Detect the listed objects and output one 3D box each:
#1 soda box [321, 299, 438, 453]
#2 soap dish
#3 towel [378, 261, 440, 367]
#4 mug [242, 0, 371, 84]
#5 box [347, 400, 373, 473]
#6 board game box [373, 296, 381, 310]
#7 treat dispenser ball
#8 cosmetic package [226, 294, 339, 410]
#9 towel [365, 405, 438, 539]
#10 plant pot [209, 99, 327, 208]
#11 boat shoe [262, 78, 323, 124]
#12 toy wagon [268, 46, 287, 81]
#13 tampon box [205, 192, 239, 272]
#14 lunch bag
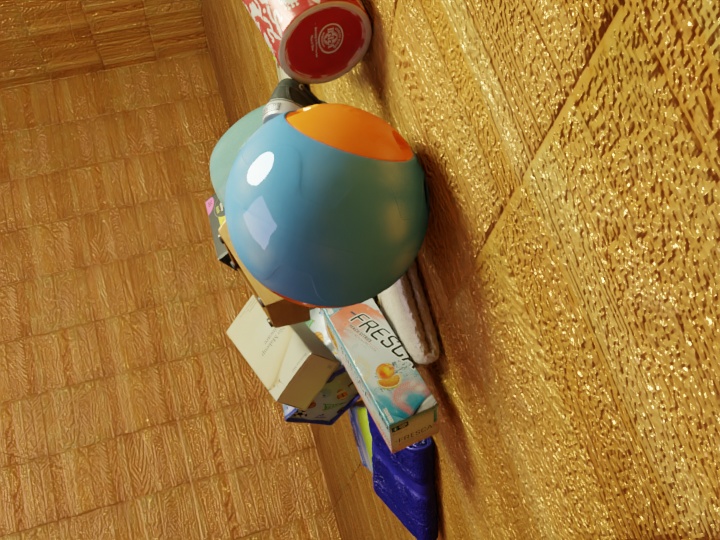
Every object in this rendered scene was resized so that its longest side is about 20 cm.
[{"bbox_3d":[0.020,0.114,0.887,0.068,0.064,0.200,82,160,-49],"label":"soda box"},{"bbox_3d":[-0.133,-0.002,1.068,0.157,0.081,0.200,56,170,11],"label":"soap dish"},{"bbox_3d":[0.044,0.020,0.886,0.133,0.034,0.200,124,132,-76],"label":"towel"},{"bbox_3d":[-0.061,-0.310,0.846,0.178,0.133,0.200,31,-151,-54],"label":"mug"},{"bbox_3d":[0.026,0.287,1.265,0.200,0.048,0.122,145,111,-78],"label":"box"},{"bbox_3d":[0.000,0.000,1.115,0.200,0.023,0.105,-122,19,-57],"label":"board game box"},{"bbox_3d":[-0.032,-0.062,0.728,0.201,0.201,0.201,166,90,-79],"label":"treat dispenser ball"},{"bbox_3d":[-0.134,0.129,1.239,0.073,0.104,0.200,29,-171,-44],"label":"cosmetic package"},{"bbox_3d":[0.056,0.282,1.054,0.148,0.050,0.200,43,147,53],"label":"towel"},{"bbox_3d":[-0.080,-0.150,0.976,0.135,0.200,0.200,-44,56,45],"label":"plant pot"},{"bbox_3d":[-0.031,-0.142,0.845,0.200,0.069,0.057,39,-127,-42],"label":"boat shoe"},{"bbox_3d":[-0.121,-0.304,1.272,0.200,0.040,0.155,-114,14,-59],"label":"toy wagon"},{"bbox_3d":[-0.151,-0.061,1.291,0.200,0.126,0.150,37,-157,-44],"label":"tampon box"},{"bbox_3d":[-0.054,0.149,1.289,0.200,0.124,0.170,-52,43,35],"label":"lunch bag"}]
